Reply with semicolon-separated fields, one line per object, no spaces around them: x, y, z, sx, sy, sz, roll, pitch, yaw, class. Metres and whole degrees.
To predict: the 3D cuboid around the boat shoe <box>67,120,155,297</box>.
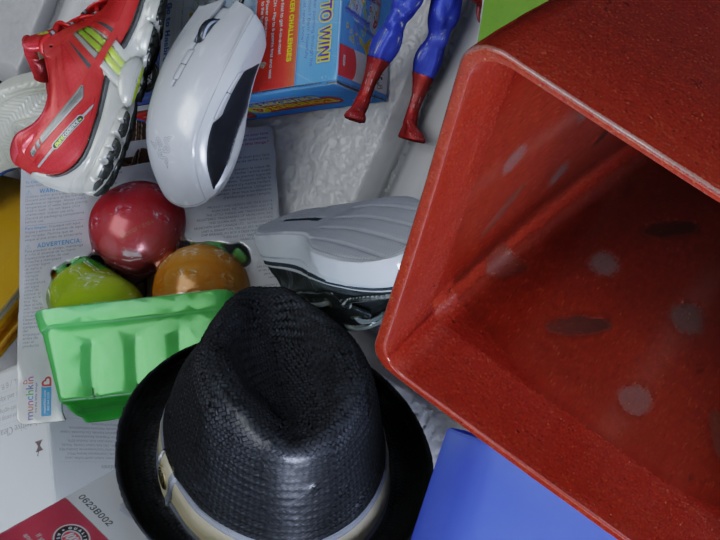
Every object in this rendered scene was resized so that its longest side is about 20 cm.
-0.184;-0.045;0.906;0.070;0.070;0.201;-8;76;41;boat shoe

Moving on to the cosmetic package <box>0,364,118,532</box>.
-0.231;0.175;0.898;0.113;0.081;0.201;-22;69;31;cosmetic package

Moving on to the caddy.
0.115;0.150;0.602;0.200;0.141;0.105;12;85;38;caddy

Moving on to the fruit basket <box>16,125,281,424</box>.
-0.143;0.002;0.838;0.185;0.094;0.200;-7;63;3;fruit basket

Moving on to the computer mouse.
-0.097;-0.140;0.794;0.109;0.044;0.201;13;87;37;computer mouse

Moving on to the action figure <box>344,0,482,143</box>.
0.048;-0.181;0.756;0.052;0.065;0.201;-138;66;-80;action figure

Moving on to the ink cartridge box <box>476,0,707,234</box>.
0.131;-0.052;0.664;0.148;0.076;0.201;5;84;38;ink cartridge box

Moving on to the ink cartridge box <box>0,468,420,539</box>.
-0.084;0.170;0.703;0.145;0.200;0.084;33;135;35;ink cartridge box

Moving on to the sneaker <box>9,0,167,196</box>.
-0.180;-0.150;0.812;0.077;0.085;0.201;128;157;-71;sneaker

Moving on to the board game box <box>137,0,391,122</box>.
-0.070;-0.208;0.854;0.195;0.056;0.201;-2;82;37;board game box

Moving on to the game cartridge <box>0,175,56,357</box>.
-0.319;-0.001;0.975;0.200;0.032;0.176;15;61;41;game cartridge

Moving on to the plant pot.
0.149;-0.013;0.484;0.200;0.176;0.200;36;146;15;plant pot

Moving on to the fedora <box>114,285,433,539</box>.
-0.045;0.076;0.677;0.201;0.200;0.092;40;137;35;fedora

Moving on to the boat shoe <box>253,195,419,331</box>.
0.000;0.000;0.734;0.200;0.072;0.071;12;128;67;boat shoe

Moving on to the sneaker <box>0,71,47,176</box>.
-0.273;-0.122;0.962;0.200;0.077;0.111;-29;31;31;sneaker
